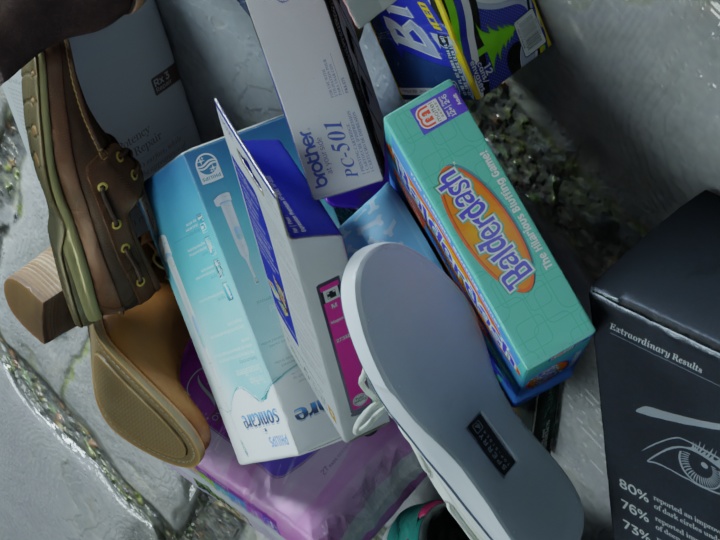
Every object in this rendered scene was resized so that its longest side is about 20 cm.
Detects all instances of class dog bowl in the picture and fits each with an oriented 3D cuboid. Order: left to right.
[{"bbox_3d":[0.039,0.043,1.308,0.201,0.049,0.112,62,178,-36],"label":"dog bowl"}]

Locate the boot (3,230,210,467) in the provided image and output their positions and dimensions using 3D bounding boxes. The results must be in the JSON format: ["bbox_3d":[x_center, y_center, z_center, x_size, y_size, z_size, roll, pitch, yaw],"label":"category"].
[{"bbox_3d":[-0.129,0.030,1.542,0.200,0.154,0.074,45,146,20],"label":"boot"}]

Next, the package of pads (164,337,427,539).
[{"bbox_3d":[-0.054,0.117,1.563,0.199,0.121,0.076,32,157,31],"label":"package of pads"}]

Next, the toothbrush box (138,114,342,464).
[{"bbox_3d":[-0.060,0.016,1.434,0.202,0.085,0.146,69,161,1],"label":"toothbrush box"}]

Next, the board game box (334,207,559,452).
[{"bbox_3d":[0.045,0.031,1.430,0.199,0.028,0.136,36,146,27],"label":"board game box"}]

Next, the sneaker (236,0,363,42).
[{"bbox_3d":[-0.078,-0.189,1.327,0.201,0.070,0.109,55,146,8],"label":"sneaker"}]

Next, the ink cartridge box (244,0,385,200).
[{"bbox_3d":[-0.035,-0.148,1.202,0.094,0.044,0.201,-89,-18,-66],"label":"ink cartridge box"}]

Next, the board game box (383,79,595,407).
[{"bbox_3d":[0.068,-0.009,1.235,0.153,0.045,0.200,61,177,9],"label":"board game box"}]

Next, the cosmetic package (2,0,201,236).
[{"bbox_3d":[-0.180,-0.126,1.505,0.074,0.102,0.201,20,138,42],"label":"cosmetic package"}]

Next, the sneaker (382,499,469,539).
[{"bbox_3d":[0.097,0.231,1.522,0.200,0.083,0.121,47,159,11],"label":"sneaker"}]

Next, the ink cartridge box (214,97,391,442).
[{"bbox_3d":[-0.032,-0.002,1.261,0.095,0.037,0.201,57,168,45],"label":"ink cartridge box"}]

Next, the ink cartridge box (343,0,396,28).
[{"bbox_3d":[0.004,-0.239,1.060,0.043,0.173,0.201,-1,121,54],"label":"ink cartridge box"}]

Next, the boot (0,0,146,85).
[{"bbox_3d":[-0.211,-0.232,1.366,0.201,0.166,0.072,57,151,-5],"label":"boot"}]

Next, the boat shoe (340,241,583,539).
[{"bbox_3d":[0.040,0.076,1.222,0.203,0.075,0.086,54,150,-14],"label":"boat shoe"}]

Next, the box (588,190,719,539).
[{"bbox_3d":[0.213,0.083,1.180,0.147,0.104,0.201,28,141,36],"label":"box"}]

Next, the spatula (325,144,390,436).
[{"bbox_3d":[0.000,0.000,1.359,0.021,0.056,0.202,6,99,61],"label":"spatula"}]

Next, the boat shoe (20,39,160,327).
[{"bbox_3d":[-0.174,-0.062,1.441,0.072,0.067,0.202,-124,22,-60],"label":"boat shoe"}]

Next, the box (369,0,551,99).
[{"bbox_3d":[0.027,-0.192,1.188,0.070,0.064,0.201,6,126,52],"label":"box"}]
